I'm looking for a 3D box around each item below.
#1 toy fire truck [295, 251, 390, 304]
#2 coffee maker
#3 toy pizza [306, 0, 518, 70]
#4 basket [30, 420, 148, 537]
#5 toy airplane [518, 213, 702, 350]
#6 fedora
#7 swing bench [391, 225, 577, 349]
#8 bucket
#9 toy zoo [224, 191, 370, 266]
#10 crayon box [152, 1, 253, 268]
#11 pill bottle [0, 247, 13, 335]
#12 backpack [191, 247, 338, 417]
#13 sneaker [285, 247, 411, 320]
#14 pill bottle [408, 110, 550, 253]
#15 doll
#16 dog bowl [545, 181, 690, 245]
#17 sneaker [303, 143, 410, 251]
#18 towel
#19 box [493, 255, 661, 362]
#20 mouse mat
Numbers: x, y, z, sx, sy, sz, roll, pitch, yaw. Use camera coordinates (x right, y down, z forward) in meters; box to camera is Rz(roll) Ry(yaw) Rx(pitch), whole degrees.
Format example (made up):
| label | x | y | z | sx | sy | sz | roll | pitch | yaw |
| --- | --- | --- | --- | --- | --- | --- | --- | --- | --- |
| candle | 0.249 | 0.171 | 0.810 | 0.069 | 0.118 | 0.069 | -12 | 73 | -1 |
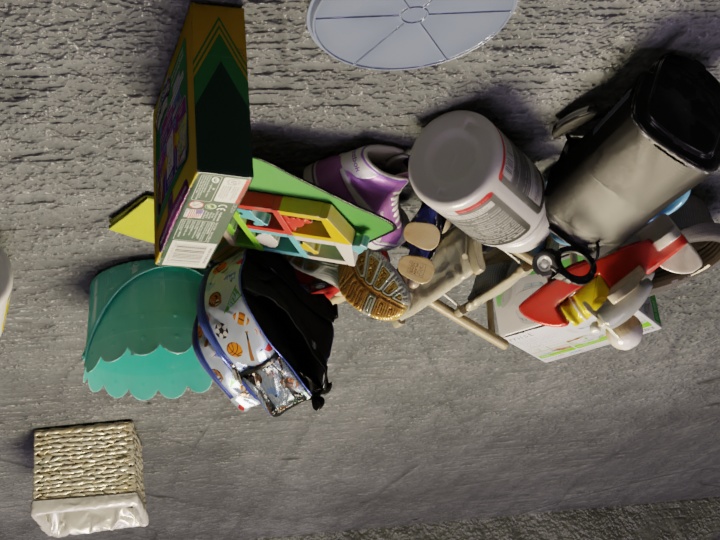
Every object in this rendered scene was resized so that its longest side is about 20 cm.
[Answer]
| label | x | y | z | sx | sy | sz | roll | pitch | yaw |
| --- | --- | --- | --- | --- | --- | --- | --- | --- | --- |
| toy fire truck | -0.035 | 0.019 | 1.743 | 0.198 | 0.049 | 0.141 | -19 | 156 | 23 |
| coffee maker | 0.298 | -0.105 | 1.364 | 0.133 | 0.195 | 0.200 | 10 | 152 | -18 |
| toy pizza | 0.047 | -0.246 | 1.157 | 0.197 | 0.032 | 0.201 | -7 | 159 | -3 |
| basket | -0.498 | 0.385 | 2.325 | 0.196 | 0.163 | 0.199 | -6 | 158 | -6 |
| toy airplane | 0.312 | 0.021 | 1.503 | 0.198 | 0.143 | 0.198 | -17 | 179 | -31 |
| fedora | 0.395 | -0.039 | 1.691 | 0.198 | 0.092 | 0.176 | -27 | 154 | 24 |
| swing bench | 0.166 | -0.003 | 1.660 | 0.197 | 0.132 | 0.198 | 13 | 151 | -30 |
| bucket | -0.273 | 0.080 | 1.697 | 0.203 | 0.137 | 0.208 | -7 | 159 | -3 |
| toy zoo | -0.082 | -0.050 | 1.480 | 0.197 | 0.021 | 0.131 | 9 | 159 | 19 |
| crayon box | -0.153 | -0.122 | 1.200 | 0.057 | 0.175 | 0.200 | 4 | 156 | -19 |
| pill bottle | -0.493 | 0.043 | 1.568 | 0.109 | 0.113 | 0.200 | 1 | 156 | -20 |
| backpack | -0.127 | 0.068 | 1.604 | 0.152 | 0.201 | 0.192 | -23 | 118 | 15 |
| sneaker | 0.000 | 0.000 | 1.591 | 0.087 | 0.199 | 0.076 | 16 | 105 | -55 |
| pill bottle | 0.145 | -0.094 | 1.445 | 0.112 | 0.116 | 0.199 | -18 | 156 | 24 |
| doll | 0.079 | -0.042 | 1.521 | 0.048 | 0.139 | 0.200 | 12 | -162 | 6 |
| dog bowl | 0.313 | -0.090 | 1.554 | 0.197 | 0.050 | 0.112 | -18 | 148 | 8 |
| sneaker | 0.033 | -0.086 | 1.488 | 0.113 | 0.074 | 0.200 | -22 | 154 | 24 |
| towel | -0.208 | -0.052 | 1.565 | 0.198 | 0.018 | 0.086 | 16 | 143 | -43 |
| box | 0.322 | 0.053 | 1.880 | 0.198 | 0.098 | 0.176 | -19 | 154 | 27 |
| mouse mat | -0.072 | -0.072 | 1.455 | 0.198 | 0.008 | 0.160 | 26 | 158 | -21 |
